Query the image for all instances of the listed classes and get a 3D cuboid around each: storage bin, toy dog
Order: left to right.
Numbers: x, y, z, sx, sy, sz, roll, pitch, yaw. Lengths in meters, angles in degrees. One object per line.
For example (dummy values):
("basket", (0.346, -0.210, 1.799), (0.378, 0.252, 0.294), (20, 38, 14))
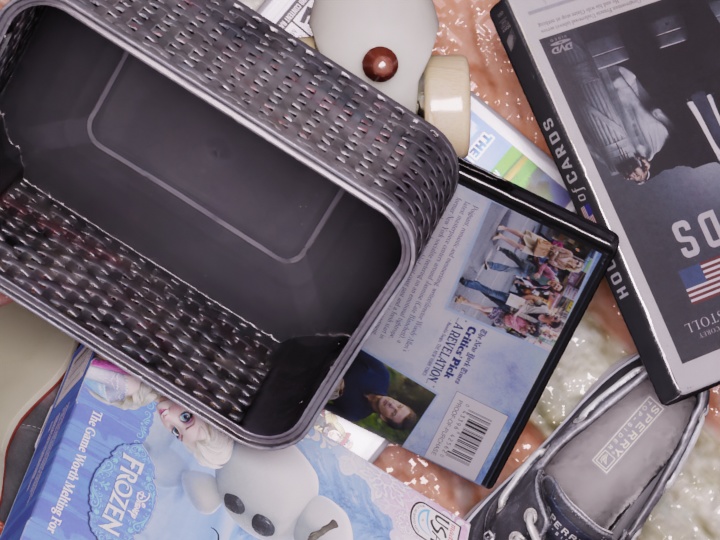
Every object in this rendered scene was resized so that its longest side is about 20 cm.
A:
("storage bin", (-0.074, -0.036, 1.051), (0.200, 0.094, 0.135), (33, 118, 0))
("toy dog", (0.004, -0.145, 1.121), (0.131, 0.096, 0.201), (-19, 83, -8))

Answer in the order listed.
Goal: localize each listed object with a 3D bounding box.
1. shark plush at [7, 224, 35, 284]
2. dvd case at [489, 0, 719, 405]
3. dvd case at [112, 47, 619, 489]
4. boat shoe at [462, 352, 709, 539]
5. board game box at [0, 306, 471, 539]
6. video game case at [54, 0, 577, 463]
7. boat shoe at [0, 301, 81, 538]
("shark plush", (-0.229, -0.073, 1.166), (0.200, 0.091, 0.083), (42, 106, -18))
("dvd case", (0.163, -0.054, 1.140), (0.150, 0.025, 0.201), (-20, 81, -26))
("dvd case", (0.000, 0.000, 1.110), (0.199, 0.018, 0.143), (26, 118, 2))
("boat shoe", (0.094, 0.119, 1.135), (0.072, 0.068, 0.200), (42, 86, 2))
("board game box", (-0.056, 0.139, 1.042), (0.199, 0.200, 0.043), (33, 129, -15))
("video game case", (-0.021, -0.018, 1.168), (0.182, 0.022, 0.200), (40, 85, 2))
("boat shoe", (-0.163, 0.087, 1.094), (0.071, 0.200, 0.063), (-9, 124, 14))
